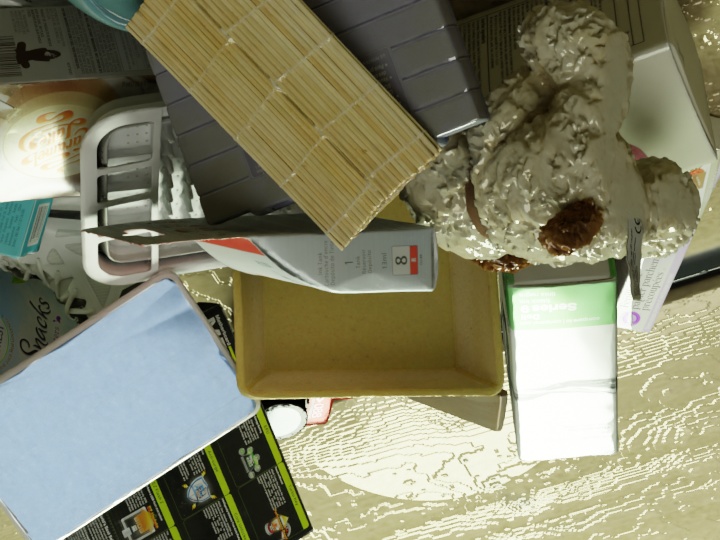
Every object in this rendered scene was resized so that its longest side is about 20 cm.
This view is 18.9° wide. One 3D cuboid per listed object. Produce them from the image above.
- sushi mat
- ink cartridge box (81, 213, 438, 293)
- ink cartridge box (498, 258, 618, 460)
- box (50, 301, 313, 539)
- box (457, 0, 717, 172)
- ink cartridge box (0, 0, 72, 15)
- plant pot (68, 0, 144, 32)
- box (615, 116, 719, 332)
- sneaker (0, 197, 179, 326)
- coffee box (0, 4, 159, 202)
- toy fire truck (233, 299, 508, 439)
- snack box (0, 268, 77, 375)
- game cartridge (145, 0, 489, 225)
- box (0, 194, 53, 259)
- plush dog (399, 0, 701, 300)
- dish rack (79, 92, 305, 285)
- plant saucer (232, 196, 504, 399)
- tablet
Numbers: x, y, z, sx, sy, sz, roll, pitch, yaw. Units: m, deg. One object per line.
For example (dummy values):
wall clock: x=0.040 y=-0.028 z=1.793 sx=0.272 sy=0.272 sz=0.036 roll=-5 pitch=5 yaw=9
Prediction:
sushi mat: x=-0.048 y=-0.115 z=1.336 sx=0.200 sy=0.012 sz=0.096 roll=46 pitch=113 yaw=-4
ink cartridge box: x=-0.069 y=-0.008 z=1.430 sx=0.199 sy=0.162 sz=0.050 roll=-6 pitch=97 yaw=-21
ink cartridge box: x=0.150 y=0.028 z=1.650 sx=0.083 sy=0.146 sz=0.201 roll=-5 pitch=135 yaw=2
box: x=-0.154 y=0.153 z=1.636 sx=0.047 sy=0.193 sz=0.201 roll=-1 pitch=114 yaw=58
box: x=0.136 y=-0.119 z=1.509 sx=0.199 sy=0.128 sz=0.109 roll=-18 pitch=126 yaw=16
ink cartridge box: x=-0.258 y=-0.138 z=1.539 sx=0.199 sy=0.047 sz=0.160 roll=27 pitch=128 yaw=-23
plant pot: x=-0.135 y=-0.231 z=1.390 sx=0.199 sy=0.135 sz=0.201 roll=-1 pitch=134 yaw=-1
box: x=0.233 y=-0.035 z=1.665 sx=0.038 sy=0.042 sz=0.201 roll=8 pitch=133 yaw=-9
sneaker: x=-0.232 y=0.002 z=1.621 sx=0.199 sy=0.116 sz=0.076 roll=-4 pitch=169 yaw=1
coffee box: x=-0.175 y=-0.119 z=1.505 sx=0.199 sy=0.080 sz=0.115 roll=-5 pitch=139 yaw=-18
toy fire truck: x=0.013 y=0.056 z=1.704 sx=0.199 sy=0.129 sz=0.177 roll=-2 pitch=136 yaw=-17
snack box: x=-0.247 y=0.098 z=1.689 sx=0.199 sy=0.169 sz=0.068 roll=27 pitch=132 yaw=-27
game cartridge: x=-0.028 y=-0.117 z=1.367 sx=0.199 sy=0.038 sz=0.130 roll=-20 pitch=94 yaw=21
box: x=-0.327 y=-0.061 z=1.554 sx=0.199 sy=0.082 sz=0.049 roll=17 pitch=94 yaw=0
plush dog: x=0.101 y=-0.055 z=1.403 sx=0.171 sy=0.161 sz=0.200 roll=-4 pitch=128 yaw=40
dish rack: x=-0.099 y=-0.071 z=1.496 sx=0.199 sy=0.044 sz=0.172 roll=-9 pitch=140 yaw=-14
plant saucer: x=0.000 y=0.000 z=1.597 sx=0.199 sy=0.201 sz=0.048 roll=0 pitch=165 yaw=-11
tablet: x=-0.185 y=0.102 z=1.550 sx=0.199 sy=0.014 sz=0.130 roll=-33 pitch=110 yaw=0
